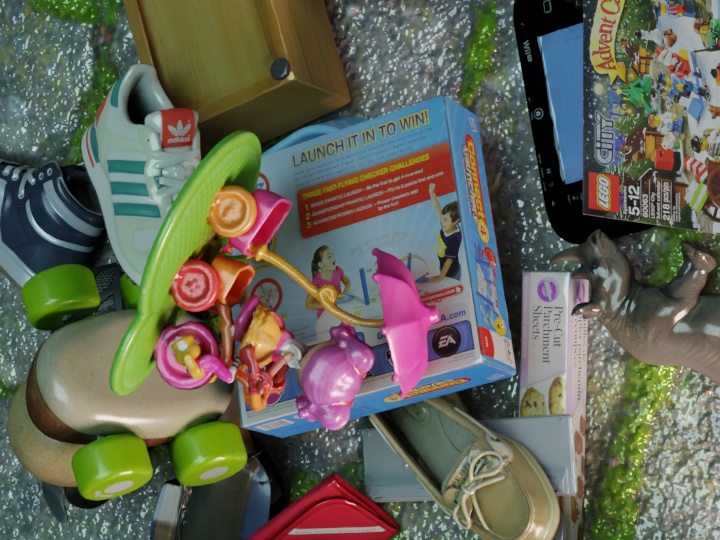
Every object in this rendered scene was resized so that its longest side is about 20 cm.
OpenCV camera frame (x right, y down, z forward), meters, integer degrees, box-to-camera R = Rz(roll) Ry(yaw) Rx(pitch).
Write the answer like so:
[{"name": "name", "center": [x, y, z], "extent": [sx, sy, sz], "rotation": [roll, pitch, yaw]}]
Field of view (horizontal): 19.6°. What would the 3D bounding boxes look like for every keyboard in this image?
[{"name": "keyboard", "center": [0.076, 0.138, 1.515], "extent": [0.199, 0.011, 0.057], "rotation": [-8, 77, 42]}]

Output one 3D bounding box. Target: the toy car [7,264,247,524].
[{"name": "toy car", "center": [-0.199, 0.109, 1.558], "extent": [0.200, 0.157, 0.165], "rotation": [-43, 60, 48]}]

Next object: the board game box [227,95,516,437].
[{"name": "board game box", "center": [0.000, 0.000, 1.487], "extent": [0.199, 0.056, 0.197], "rotation": [-16, 70, 26]}]

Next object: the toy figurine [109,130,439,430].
[{"name": "toy figurine", "center": [-0.045, 0.036, 1.392], "extent": [0.183, 0.150, 0.201], "rotation": [28, 92, 12]}]

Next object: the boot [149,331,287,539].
[{"name": "boot", "center": [-0.089, 0.136, 1.605], "extent": [0.096, 0.075, 0.201], "rotation": [19, 102, 12]}]

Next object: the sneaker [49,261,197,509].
[{"name": "sneaker", "center": [-0.210, 0.084, 1.660], "extent": [0.114, 0.076, 0.200], "rotation": [20, 94, 28]}]

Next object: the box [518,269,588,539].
[{"name": "box", "center": [0.138, 0.100, 1.495], "extent": [0.041, 0.039, 0.201], "rotation": [2, 89, 28]}]

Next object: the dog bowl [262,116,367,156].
[{"name": "dog bowl", "center": [-0.057, -0.040, 1.596], "extent": [0.200, 0.050, 0.112], "rotation": [-32, 74, 24]}]

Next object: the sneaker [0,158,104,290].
[{"name": "sneaker", "center": [-0.286, -0.074, 1.705], "extent": [0.200, 0.070, 0.109], "rotation": [43, 112, 15]}]

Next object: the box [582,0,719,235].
[{"name": "box", "center": [0.213, -0.129, 1.381], "extent": [0.136, 0.038, 0.201], "rotation": [10, 108, 39]}]

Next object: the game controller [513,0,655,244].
[{"name": "game controller", "center": [0.167, -0.122, 1.487], "extent": [0.104, 0.042, 0.201], "rotation": [-13, 82, 27]}]

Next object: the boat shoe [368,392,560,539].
[{"name": "boat shoe", "center": [0.063, 0.129, 1.477], "extent": [0.073, 0.063, 0.201], "rotation": [-56, 50, 21]}]

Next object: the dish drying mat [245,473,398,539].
[{"name": "dish drying mat", "center": [-0.067, 0.232, 1.584], "extent": [0.200, 0.077, 0.018], "rotation": [-40, 31, 20]}]

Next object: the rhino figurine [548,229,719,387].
[{"name": "rhino figurine", "center": [0.221, 0.026, 1.431], "extent": [0.199, 0.060, 0.088], "rotation": [20, 97, 17]}]

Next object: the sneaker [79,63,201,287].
[{"name": "sneaker", "center": [-0.145, -0.066, 1.519], "extent": [0.200, 0.070, 0.094], "rotation": [63, 139, 35]}]

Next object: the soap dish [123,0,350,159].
[{"name": "soap dish", "center": [-0.106, -0.196, 1.610], "extent": [0.157, 0.081, 0.201], "rotation": [-21, 77, 25]}]
